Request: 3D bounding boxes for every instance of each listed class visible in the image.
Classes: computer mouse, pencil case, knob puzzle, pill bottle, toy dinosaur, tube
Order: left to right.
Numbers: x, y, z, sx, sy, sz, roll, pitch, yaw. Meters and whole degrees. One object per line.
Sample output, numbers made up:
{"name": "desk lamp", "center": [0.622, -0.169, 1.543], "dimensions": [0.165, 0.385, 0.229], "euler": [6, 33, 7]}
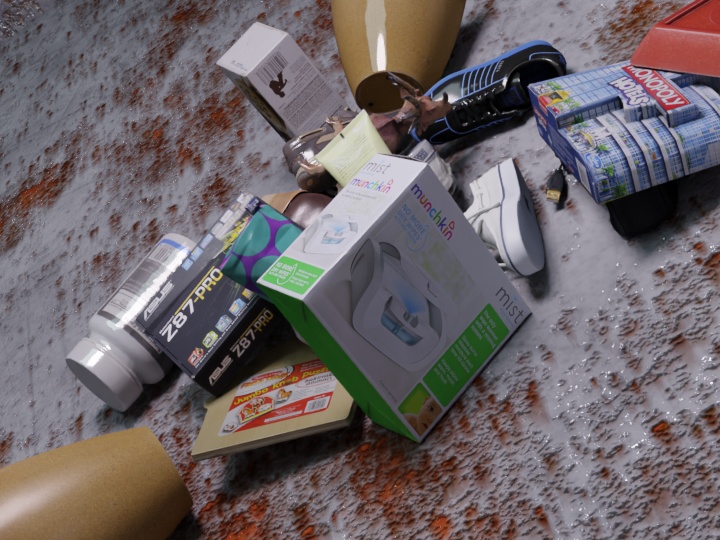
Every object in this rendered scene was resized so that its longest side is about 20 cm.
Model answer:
{"name": "pill bottle", "center": [-0.254, 0.063, 1.732], "dimensions": [0.200, 0.114, 0.113], "euler": [-51, 30, -20]}
{"name": "knob puzzle", "center": [-0.070, 0.127, 1.504], "dimensions": [0.218, 0.031, 0.220], "euler": [-20, 24, 9]}
{"name": "pencil case", "center": [-0.040, 0.009, 1.468], "dimensions": [0.093, 0.199, 0.085], "euler": [-57, -5, -36]}
{"name": "toy dinosaur", "center": [0.016, -0.147, 1.593], "dimensions": [0.135, 0.086, 0.200], "euler": [-32, 14, 33]}
{"name": "tube", "center": [0.037, -0.068, 1.503], "dimensions": [0.058, 0.200, 0.052], "euler": [-34, -13, -18]}
{"name": "computer mouse", "center": [0.242, -0.098, 1.445], "dimensions": [0.140, 0.046, 0.201], "euler": [-24, 32, 24]}

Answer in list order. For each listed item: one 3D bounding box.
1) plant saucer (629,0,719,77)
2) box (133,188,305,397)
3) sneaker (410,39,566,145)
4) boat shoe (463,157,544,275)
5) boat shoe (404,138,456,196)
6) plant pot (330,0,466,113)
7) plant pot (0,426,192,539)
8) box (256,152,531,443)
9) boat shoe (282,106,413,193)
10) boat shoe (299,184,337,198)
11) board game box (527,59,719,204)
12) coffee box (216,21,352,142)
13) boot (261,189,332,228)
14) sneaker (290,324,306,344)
{"name": "plant saucer", "center": [0.393, -0.243, 1.396], "dimensions": [0.199, 0.037, 0.199], "euler": [-33, 32, -30]}
{"name": "box", "center": [-0.141, 0.021, 1.583], "dimensions": [0.200, 0.049, 0.161], "euler": [-50, 37, -4]}
{"name": "sneaker", "center": [0.147, -0.202, 1.678], "dimensions": [0.199, 0.070, 0.078], "euler": [-31, 23, 6]}
{"name": "boat shoe", "center": [0.131, -0.046, 1.466], "dimensions": [0.086, 0.075, 0.202], "euler": [-24, 28, 14]}
{"name": "boat shoe", "center": [0.073, -0.103, 1.630], "dimensions": [0.071, 0.070, 0.200], "euler": [-42, 3, -1]}
{"name": "plant pot", "center": [0.042, -0.297, 1.860], "dimensions": [0.185, 0.186, 0.201], "euler": [-20, 46, 31]}
{"name": "plant pot", "center": [-0.274, 0.247, 1.432], "dimensions": [0.199, 0.187, 0.186], "euler": [-31, 26, -15]}
{"name": "box", "center": [0.034, 0.024, 1.355], "dimensions": [0.177, 0.200, 0.096], "euler": [-46, 30, -16]}
{"name": "boat shoe", "center": [-0.007, -0.163, 1.722], "dimensions": [0.199, 0.073, 0.075], "euler": [-26, -21, -35]}
{"name": "boat shoe", "center": [-0.038, -0.093, 1.750], "dimensions": [0.065, 0.072, 0.201], "euler": [7, 53, 47]}
{"name": "board game box", "center": [0.286, -0.155, 1.396], "dimensions": [0.198, 0.062, 0.200], "euler": [-20, 26, -2]}
{"name": "coffee box", "center": [-0.077, -0.209, 1.825], "dimensions": [0.080, 0.200, 0.113], "euler": [-45, 29, -6]}
{"name": "boot", "center": [-0.069, 0.006, 1.638], "dimensions": [0.165, 0.072, 0.202], "euler": [10, 77, 33]}
{"name": "sneaker", "center": [0.000, 0.000, 1.557], "dimensions": [0.199, 0.073, 0.071], "euler": [-37, 26, -11]}
